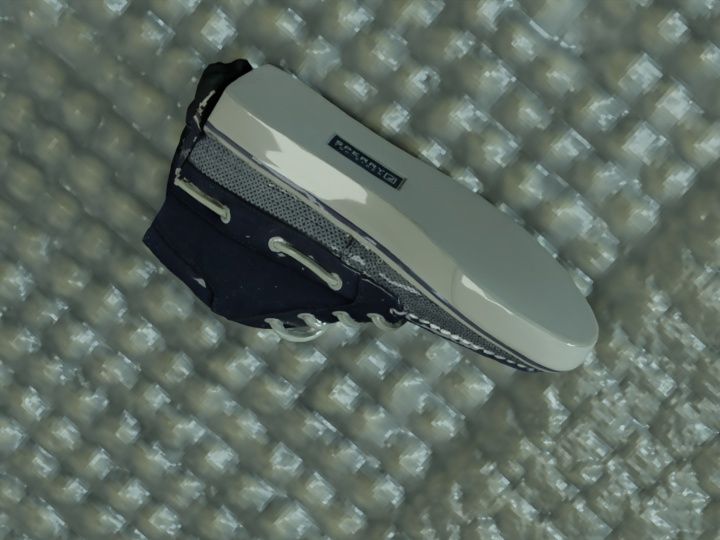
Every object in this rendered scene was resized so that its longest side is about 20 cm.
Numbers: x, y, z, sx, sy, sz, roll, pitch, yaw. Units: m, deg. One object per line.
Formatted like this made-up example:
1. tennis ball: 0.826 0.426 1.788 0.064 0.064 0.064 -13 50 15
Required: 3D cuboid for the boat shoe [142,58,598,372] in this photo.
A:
1. boat shoe: 0.000 0.000 0.864 0.200 0.075 0.093 37 119 7
